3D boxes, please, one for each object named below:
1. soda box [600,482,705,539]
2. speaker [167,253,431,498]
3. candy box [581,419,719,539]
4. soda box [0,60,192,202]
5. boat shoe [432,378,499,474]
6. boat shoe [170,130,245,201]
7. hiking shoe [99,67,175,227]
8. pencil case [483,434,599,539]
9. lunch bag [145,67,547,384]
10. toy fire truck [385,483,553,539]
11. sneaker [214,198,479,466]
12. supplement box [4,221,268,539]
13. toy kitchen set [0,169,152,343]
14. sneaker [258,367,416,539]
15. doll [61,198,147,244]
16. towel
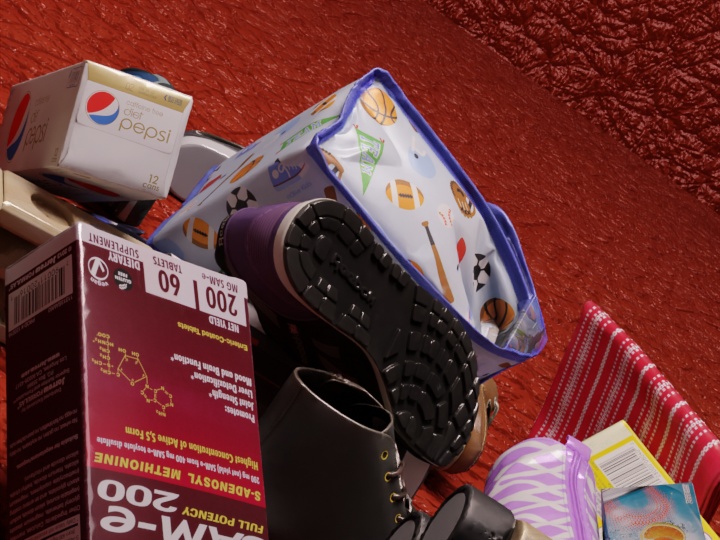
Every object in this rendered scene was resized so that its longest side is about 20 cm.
[{"bbox_3d":[0.190,0.221,1.039,0.063,0.069,0.200,-5,32,3],"label":"soda box"},{"bbox_3d":[-0.055,0.074,1.004,0.200,0.081,0.081,34,17,-15],"label":"speaker"},{"bbox_3d":[0.192,0.196,1.162,0.200,0.102,0.026,55,-9,45],"label":"candy box"},{"bbox_3d":[-0.168,-0.080,1.014,0.068,0.064,0.200,17,-4,-23],"label":"soda box"},{"bbox_3d":[0.072,0.092,1.229,0.068,0.072,0.200,30,18,-18],"label":"boat shoe"},{"bbox_3d":[-0.071,-0.053,1.349,0.200,0.070,0.066,25,20,-13],"label":"boat shoe"},{"bbox_3d":[-0.186,-0.113,1.243,0.087,0.074,0.200,31,18,-23],"label":"hiking shoe"},{"bbox_3d":[0.119,0.178,1.074,0.084,0.086,0.200,30,16,-8],"label":"pencil case"},{"bbox_3d":[0.000,0.000,1.047,0.200,0.170,0.124,50,44,-13],"label":"lunch bag"},{"bbox_3d":[0.030,0.221,0.721,0.129,0.176,0.200,35,59,-9],"label":"toy fire truck"},{"bbox_3d":[-0.006,0.032,0.962,0.087,0.076,0.200,3,-42,46],"label":"sneaker"},{"bbox_3d":[-0.101,0.089,0.757,0.109,0.061,0.200,21,52,-43],"label":"supplement box"},{"bbox_3d":[-0.170,-0.009,0.843,0.180,0.163,0.200,29,19,-25],"label":"toy kitchen set"},{"bbox_3d":[0.016,0.139,0.927,0.200,0.106,0.075,30,18,-23],"label":"sneaker"},{"bbox_3d":[-0.163,-0.014,1.074,0.200,0.049,0.136,21,14,-38],"label":"doll"},{"bbox_3d":[0.200,0.138,1.264,0.022,0.145,0.200,-1,36,-31],"label":"towel"}]
